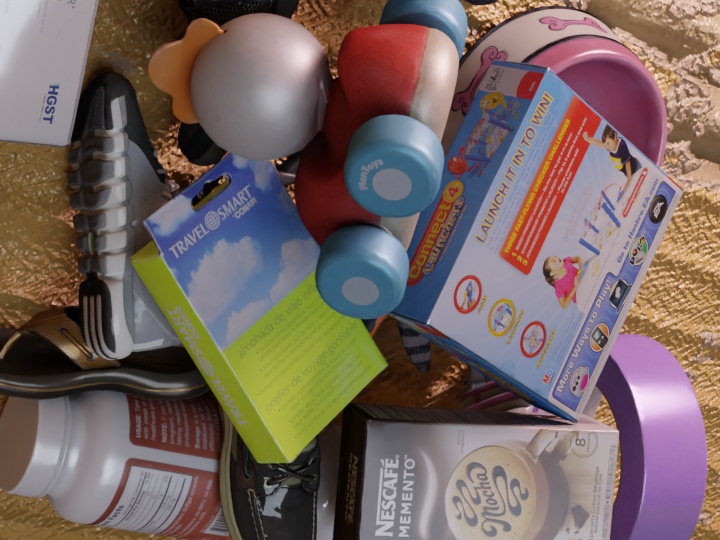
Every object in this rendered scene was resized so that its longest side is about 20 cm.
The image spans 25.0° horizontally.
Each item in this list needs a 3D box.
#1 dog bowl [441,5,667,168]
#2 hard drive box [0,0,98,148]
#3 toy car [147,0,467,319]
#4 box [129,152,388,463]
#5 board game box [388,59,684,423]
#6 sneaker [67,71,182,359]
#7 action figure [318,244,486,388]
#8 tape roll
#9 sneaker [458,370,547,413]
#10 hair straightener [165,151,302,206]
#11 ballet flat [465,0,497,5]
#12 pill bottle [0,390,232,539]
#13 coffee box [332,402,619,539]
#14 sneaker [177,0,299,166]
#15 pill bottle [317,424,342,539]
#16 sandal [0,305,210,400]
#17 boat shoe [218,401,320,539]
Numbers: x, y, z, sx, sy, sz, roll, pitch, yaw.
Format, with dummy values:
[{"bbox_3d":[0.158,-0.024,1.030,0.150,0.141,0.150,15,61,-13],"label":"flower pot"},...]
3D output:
[{"bbox_3d":[0.156,-0.102,1.279,0.199,0.074,0.201,-13,117,-26],"label":"dog bowl"},{"bbox_3d":[-0.276,-0.172,1.041,0.199,0.077,0.157,5,114,-27],"label":"hard drive box"},{"bbox_3d":[-0.045,-0.100,1.078,0.199,0.185,0.178,15,133,-2],"label":"toy car"},{"bbox_3d":[-0.073,0.021,1.141,0.122,0.048,0.201,-43,111,-35],"label":"box"},{"bbox_3d":[0.129,-0.018,1.185,0.195,0.056,0.201,33,80,-42],"label":"board game box"},{"bbox_3d":[-0.144,-0.040,1.165,0.115,0.075,0.202,-3,96,-32],"label":"sneaker"},{"bbox_3d":[0.000,0.000,1.246,0.105,0.199,0.195,-28,110,-63],"label":"action figure"},{"bbox_3d":[0.207,0.155,1.375,0.065,0.200,0.201,1,116,-27],"label":"tape roll"},{"bbox_3d":[0.134,0.150,1.365,0.080,0.201,0.088,-19,142,38],"label":"sneaker"},{"bbox_3d":[-0.112,-0.043,1.209,0.200,0.041,0.077,-42,126,7],"label":"hair straightener"},{"bbox_3d":[0.084,-0.274,1.167,0.073,0.073,0.201,-22,124,-14],"label":"ballet flat"},{"bbox_3d":[-0.170,0.142,1.240,0.199,0.112,0.113,15,109,-31],"label":"pill bottle"},{"bbox_3d":[0.085,0.165,1.225,0.199,0.080,0.114,3,94,-14],"label":"coffee box"},{"bbox_3d":[-0.108,-0.176,1.124,0.114,0.076,0.200,15,106,-29],"label":"sneaker"},{"bbox_3d":[0.002,0.186,1.339,0.199,0.104,0.105,16,108,-39],"label":"pill bottle"},{"bbox_3d":[-0.201,0.056,1.186,0.199,0.082,0.055,6,113,-14],"label":"sandal"},{"bbox_3d":[-0.063,0.133,1.205,0.071,0.066,0.202,-2,81,-35],"label":"boat shoe"}]
